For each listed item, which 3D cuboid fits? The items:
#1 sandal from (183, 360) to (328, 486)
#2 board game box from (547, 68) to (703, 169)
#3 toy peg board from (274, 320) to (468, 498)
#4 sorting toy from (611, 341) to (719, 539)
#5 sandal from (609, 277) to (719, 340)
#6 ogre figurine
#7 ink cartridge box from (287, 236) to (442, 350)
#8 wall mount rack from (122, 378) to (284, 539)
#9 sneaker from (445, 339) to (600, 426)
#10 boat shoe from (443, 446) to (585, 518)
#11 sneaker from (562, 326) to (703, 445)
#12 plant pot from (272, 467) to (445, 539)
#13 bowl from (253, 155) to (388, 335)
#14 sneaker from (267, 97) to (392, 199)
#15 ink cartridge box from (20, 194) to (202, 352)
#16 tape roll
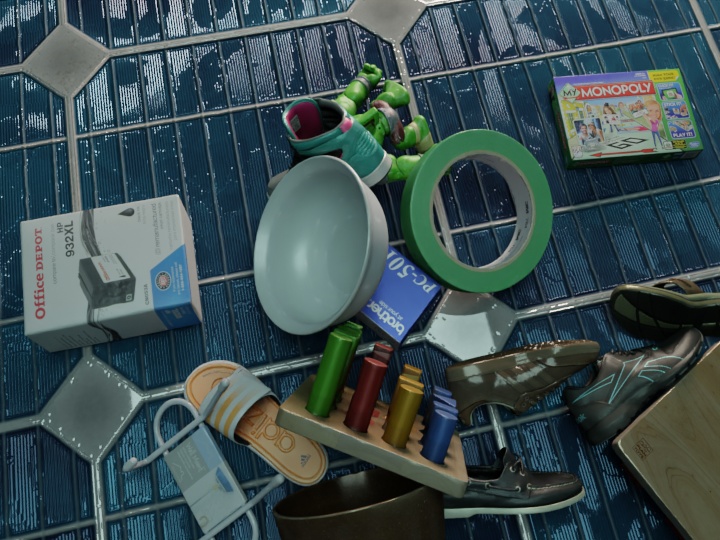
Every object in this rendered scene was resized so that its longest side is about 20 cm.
[{"bbox_3d":[-0.121,0.173,0.814,0.204,0.059,0.080,33,72,10],"label":"sandal"},{"bbox_3d":[0.381,-0.221,0.995,0.193,0.029,0.139,-5,71,-4],"label":"board game box"},{"bbox_3d":[0.030,0.134,0.749,0.194,0.200,0.100,20,93,5],"label":"toy peg board"},{"bbox_3d":[0.421,0.227,0.812,0.197,0.070,0.201,-35,76,-14],"label":"sorting toy"},{"bbox_3d":[0.413,0.045,0.886,0.194,0.081,0.058,4,44,-4],"label":"sandal"},{"bbox_3d":[0.025,-0.192,0.933,0.118,0.098,0.204,-25,86,-22],"label":"ogre figurine"},{"bbox_3d":[0.000,0.000,0.890,0.199,0.044,0.094,39,75,10],"label":"ink cartridge box"},{"bbox_3d":[-0.167,0.221,0.765,0.172,0.074,0.202,-37,77,10],"label":"wall mount rack"},{"bbox_3d":[0.203,0.136,0.849,0.194,0.070,0.078,-11,89,-3],"label":"sneaker"},{"bbox_3d":[0.160,0.239,0.793,0.193,0.074,0.068,-5,88,5],"label":"boat shoe"},{"bbox_3d":[0.336,0.123,0.843,0.198,0.076,0.080,-36,70,-13],"label":"sneaker"},{"bbox_3d":[0.015,0.329,0.714,0.181,0.187,0.206,-11,84,-6],"label":"plant pot"},{"bbox_3d":[-0.032,-0.023,0.805,0.089,0.198,0.207,12,62,-44],"label":"bowl"},{"bbox_3d":[-0.068,-0.147,0.854,0.196,0.121,0.085,-10,42,37],"label":"sneaker"},{"bbox_3d":[-0.307,0.003,0.854,0.194,0.084,0.149,-10,71,-6],"label":"ink cartridge box"},{"bbox_3d":[0.150,-0.074,0.884,0.194,0.048,0.207,0,88,-13],"label":"tape roll"}]
